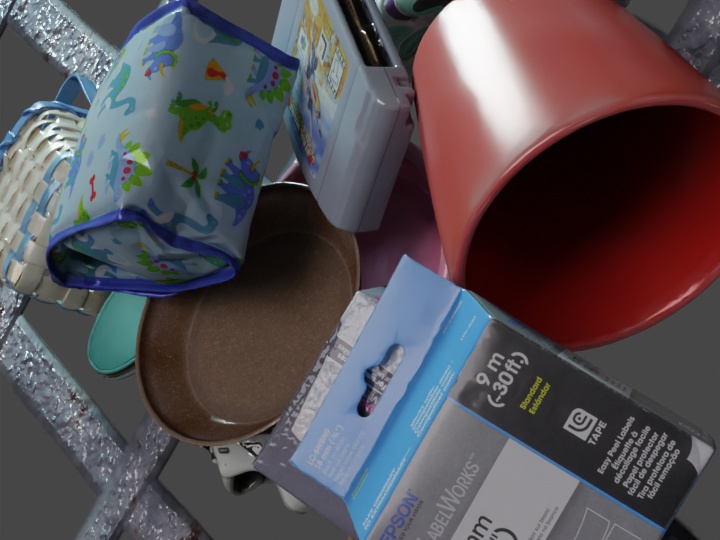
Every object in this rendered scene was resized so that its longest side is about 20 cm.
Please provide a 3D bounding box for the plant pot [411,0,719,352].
[{"bbox_3d":[0.123,-0.080,0.906,0.200,0.200,0.178,-43,43,23],"label":"plant pot"}]

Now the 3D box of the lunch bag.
[{"bbox_3d":[-0.149,-0.076,1.055,0.199,0.127,0.171,-12,57,52],"label":"lunch bag"}]

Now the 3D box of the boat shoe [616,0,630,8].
[{"bbox_3d":[0.160,-0.242,0.928,0.200,0.066,0.074,103,153,-54],"label":"boat shoe"}]

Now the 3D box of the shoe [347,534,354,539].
[{"bbox_3d":[0.055,0.133,0.987,0.070,0.053,0.201,31,105,-3],"label":"shoe"}]

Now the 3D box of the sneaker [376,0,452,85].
[{"bbox_3d":[0.018,-0.218,1.098,0.200,0.078,0.140,-45,54,21],"label":"sneaker"}]

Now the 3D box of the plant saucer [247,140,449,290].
[{"bbox_3d":[0.000,0.000,1.068,0.200,0.051,0.202,-12,70,37],"label":"plant saucer"}]

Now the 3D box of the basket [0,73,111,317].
[{"bbox_3d":[-0.254,-0.058,1.245,0.177,0.139,0.200,-60,38,14],"label":"basket"}]

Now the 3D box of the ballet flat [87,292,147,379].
[{"bbox_3d":[-0.147,0.004,1.184,0.200,0.074,0.074,-55,50,15],"label":"ballet flat"}]

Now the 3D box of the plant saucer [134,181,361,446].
[{"bbox_3d":[-0.074,0.034,1.045,0.199,0.037,0.202,-18,56,29],"label":"plant saucer"}]

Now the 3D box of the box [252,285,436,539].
[{"bbox_3d":[0.061,0.113,0.888,0.199,0.115,0.133,34,101,11],"label":"box"}]

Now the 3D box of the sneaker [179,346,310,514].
[{"bbox_3d":[-0.097,0.116,1.101,0.199,0.074,0.089,25,92,42],"label":"sneaker"}]

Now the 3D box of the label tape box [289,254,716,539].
[{"bbox_3d":[0.068,0.102,0.794,0.199,0.063,0.145,31,97,11],"label":"label tape box"}]

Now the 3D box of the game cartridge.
[{"bbox_3d":[-0.018,-0.130,1.016,0.134,0.041,0.201,114,147,-42],"label":"game cartridge"}]
